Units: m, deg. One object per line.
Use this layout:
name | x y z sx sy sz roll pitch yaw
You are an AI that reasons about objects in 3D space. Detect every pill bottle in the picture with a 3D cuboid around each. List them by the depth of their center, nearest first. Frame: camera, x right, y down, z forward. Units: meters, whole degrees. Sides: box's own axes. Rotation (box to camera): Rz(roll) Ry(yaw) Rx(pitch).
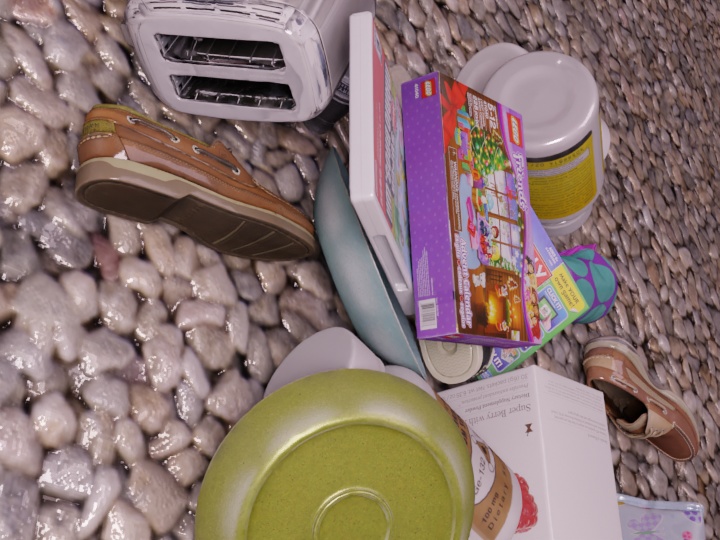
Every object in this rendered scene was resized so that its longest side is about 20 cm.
pill bottle | 0.023 0.138 0.716 0.200 0.114 0.115 46 43 -27
pill bottle | 0.186 -0.115 0.951 0.200 0.110 0.112 58 28 -59
pill bottle | 0.203 -0.172 1.089 0.199 0.110 0.112 18 60 -46

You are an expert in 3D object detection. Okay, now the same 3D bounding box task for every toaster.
toaster | -0.074 -0.185 0.697 0.114 0.198 0.130 78 26 -51

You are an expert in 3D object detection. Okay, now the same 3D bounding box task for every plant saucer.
plant saucer | -0.009 0.167 0.630 0.198 0.031 0.202 -3 101 -18
plant saucer | 0.000 0.000 0.768 0.201 0.038 0.203 -22 90 -87

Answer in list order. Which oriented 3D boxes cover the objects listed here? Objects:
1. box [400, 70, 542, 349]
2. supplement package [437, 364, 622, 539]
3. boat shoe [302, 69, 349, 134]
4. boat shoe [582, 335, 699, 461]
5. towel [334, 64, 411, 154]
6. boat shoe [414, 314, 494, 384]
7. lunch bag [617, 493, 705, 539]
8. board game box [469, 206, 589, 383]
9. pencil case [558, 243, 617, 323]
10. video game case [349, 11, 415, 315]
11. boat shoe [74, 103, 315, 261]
box | 0.091 -0.042 0.760 0.136 0.039 0.202 11 73 -53
supplement package | 0.144 0.203 0.828 0.119 0.121 0.202 22 56 -43
boat shoe | -0.040 -0.188 0.832 0.073 0.068 0.200 20 33 -32
boat shoe | 0.324 0.165 1.116 0.200 0.076 0.072 43 47 -16
towel | 0.049 -0.097 0.928 0.132 0.034 0.201 -39 104 -53
boat shoe | 0.079 -0.005 0.831 0.067 0.071 0.202 -2 83 -55
lunch bag | 0.275 0.338 0.911 0.170 0.126 0.201 -66 152 -42
board game box | 0.109 -0.010 0.879 0.134 0.029 0.201 -36 101 -14
pencil case | 0.196 0.011 1.015 0.199 0.084 0.094 6 82 -50
video game case | 0.021 -0.070 0.702 0.200 0.017 0.144 63 25 -63
boat shoe | -0.108 -0.062 0.685 0.199 0.072 0.069 22 57 -44
